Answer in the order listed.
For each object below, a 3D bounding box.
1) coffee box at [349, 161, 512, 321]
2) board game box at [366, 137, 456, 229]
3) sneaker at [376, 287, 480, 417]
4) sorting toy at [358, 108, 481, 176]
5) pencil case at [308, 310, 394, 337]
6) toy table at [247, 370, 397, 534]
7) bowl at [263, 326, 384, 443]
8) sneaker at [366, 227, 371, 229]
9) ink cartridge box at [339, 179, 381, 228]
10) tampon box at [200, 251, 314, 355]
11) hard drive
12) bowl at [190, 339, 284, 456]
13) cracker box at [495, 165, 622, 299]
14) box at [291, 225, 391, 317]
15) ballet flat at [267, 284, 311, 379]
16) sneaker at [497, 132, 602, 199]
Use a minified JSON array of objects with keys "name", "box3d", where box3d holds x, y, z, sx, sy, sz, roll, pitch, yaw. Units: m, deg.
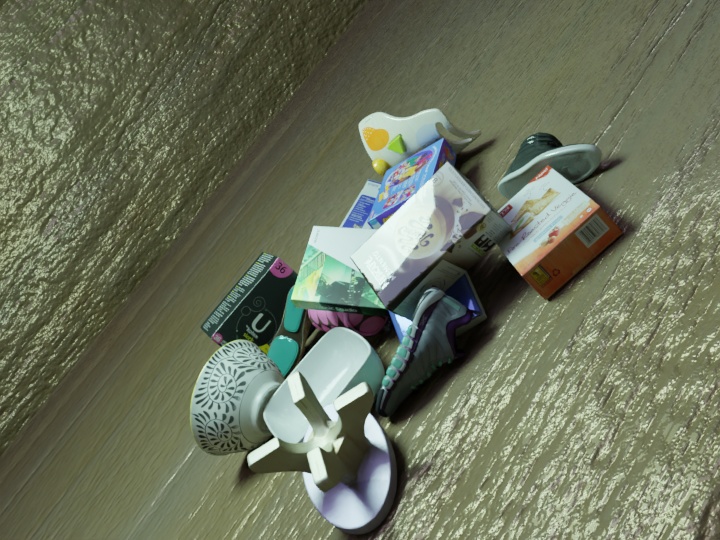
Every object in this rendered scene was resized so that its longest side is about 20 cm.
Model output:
[{"name":"coffee box","box3d":[0.098,-0.039,1.197,0.200,0.080,0.113,-44,55,12]},{"name":"board game box","box3d":[0.094,-0.148,1.497,0.134,0.045,0.200,-28,22,28]},{"name":"sneaker","box3d":[0.091,0.128,1.161,0.200,0.087,0.074,-67,-10,14]},{"name":"sorting toy","box3d":[0.129,-0.245,1.605,0.180,0.200,0.107,-27,54,44]},{"name":"pencil case","box3d":[-0.019,0.067,1.447,0.094,0.091,0.200,-48,18,-16]},{"name":"toy table","box3d":[-0.039,0.227,1.080,0.184,0.117,0.200,-41,40,-1]},{"name":"bowl","box3d":[-0.047,0.192,1.298,0.200,0.075,0.200,-51,21,-6]},{"name":"sneaker","box3d":[0.067,-0.045,1.493,0.087,0.074,0.200,-36,28,-2]},{"name":"ink cartridge box","box3d":[0.018,-0.086,1.638,0.099,0.039,0.200,19,59,20]},{"name":"tampon box","box3d":[-0.186,0.089,1.641,0.200,0.150,0.126,-51,21,-8]},{"name":"hard drive","box3d":[0.093,0.017,1.247,0.132,0.025,0.200,-33,56,21]},{"name":"bowl","box3d":[-0.181,0.224,1.404,0.094,0.201,0.201,11,56,32]},{"name":"cracker box","box3d":[0.259,-0.058,1.168,0.134,0.058,0.200,-43,21,10]},{"name":"box","box3d":[0.000,0.000,1.346,0.200,0.036,0.144,3,61,21]},{"name":"ballet flat","box3d":[-0.119,0.120,1.561,0.067,0.068,0.200,-2,-65,-63]},{"name":"sneaker","box3d":[0.296,-0.179,1.288,0.200,0.071,0.099,-21,38,57]}]
